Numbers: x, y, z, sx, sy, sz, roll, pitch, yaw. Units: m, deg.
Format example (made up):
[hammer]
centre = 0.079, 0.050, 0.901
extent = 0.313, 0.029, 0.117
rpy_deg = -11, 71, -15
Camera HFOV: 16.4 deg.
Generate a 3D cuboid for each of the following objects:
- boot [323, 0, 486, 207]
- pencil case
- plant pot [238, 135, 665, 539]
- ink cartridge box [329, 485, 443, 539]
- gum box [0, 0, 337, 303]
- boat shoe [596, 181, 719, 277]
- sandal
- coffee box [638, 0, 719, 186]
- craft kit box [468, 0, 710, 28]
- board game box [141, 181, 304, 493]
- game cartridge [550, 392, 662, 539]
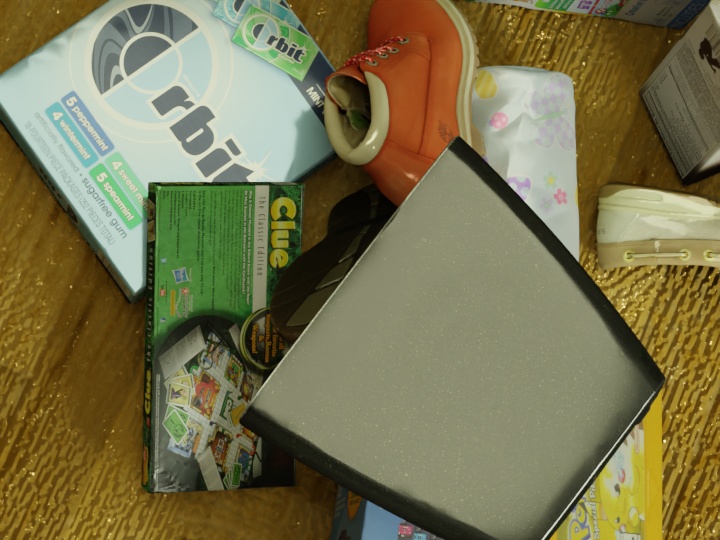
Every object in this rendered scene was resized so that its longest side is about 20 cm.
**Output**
[boot]
centre = 0.021, -0.128, 1.639
extent = 0.107, 0.075, 0.201
rpy_deg = 27, 38, -34
[pencil case]
centre = 0.102, -0.038, 1.681
extent = 0.090, 0.083, 0.202
rpy_deg = 1, 81, -21
[plant pot]
centre = 0.067, 0.069, 1.454
extent = 0.177, 0.200, 0.200
rpy_deg = 38, 87, 7
[ink cartridge box]
centre = 0.027, 0.151, 1.611
extent = 0.076, 0.136, 0.202
rpy_deg = 11, 79, -8
[gum box]
centre = -0.121, -0.106, 1.671
extent = 0.199, 0.045, 0.170
rpy_deg = -35, 87, -13
[boat shoe]
centre = 0.257, -0.014, 1.704
extent = 0.198, 0.074, 0.067
rpy_deg = 10, 93, 11
[sandal]
centre = 0.000, 0.000, 1.627
extent = 0.081, 0.200, 0.055
rpy_deg = -16, 111, 19
[coffee box]
centre = 0.270, -0.134, 1.663
extent = 0.112, 0.200, 0.080
rpy_deg = -23, 81, -11
[craft kit box]
centre = 0.149, -0.217, 1.660
extent = 0.196, 0.200, 0.049
rpy_deg = 4, 79, -9
[board game box]
centre = -0.090, 0.043, 1.632
extent = 0.104, 0.023, 0.202
rpy_deg = 0, 97, -20
[game cartridge]
centre = 0.138, 0.136, 1.617
extent = 0.032, 0.199, 0.178
rpy_deg = -5, 79, 32
